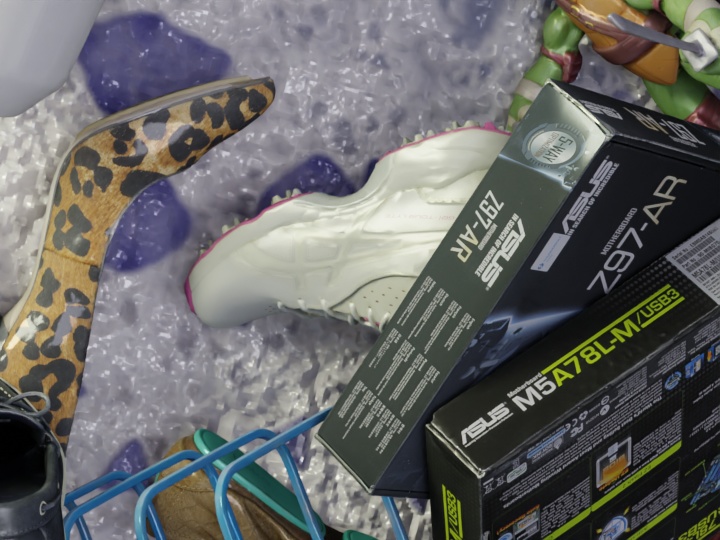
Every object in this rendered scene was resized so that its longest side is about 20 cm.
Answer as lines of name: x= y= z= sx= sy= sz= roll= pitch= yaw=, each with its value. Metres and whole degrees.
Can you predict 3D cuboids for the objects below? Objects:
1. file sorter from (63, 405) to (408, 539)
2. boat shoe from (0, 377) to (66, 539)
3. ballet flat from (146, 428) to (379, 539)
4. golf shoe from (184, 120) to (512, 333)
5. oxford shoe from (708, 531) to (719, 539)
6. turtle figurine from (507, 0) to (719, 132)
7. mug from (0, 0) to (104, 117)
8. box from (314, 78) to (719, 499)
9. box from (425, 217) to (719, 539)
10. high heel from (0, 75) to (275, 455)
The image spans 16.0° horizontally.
file sorter: x=-0.087 y=0.154 z=1.201 sx=0.139 sy=0.199 sz=0.123 roll=-25 pitch=95 yaw=-57
boat shoe: x=-0.167 y=0.084 z=1.144 sx=0.074 sy=0.200 sz=0.062 roll=-6 pitch=115 yaw=-12
ballet flat: x=-0.026 y=0.159 z=1.311 sx=0.200 sy=0.068 sz=0.072 roll=32 pitch=104 yaw=-15
golf shoe: x=0.000 y=0.000 z=1.251 sx=0.075 sy=0.200 sz=0.092 roll=11 pitch=60 yaw=-56
oxford shoe: x=0.112 y=0.129 z=1.345 sx=0.199 sy=0.075 sz=0.071 roll=26 pitch=63 yaw=4
turtle figurine: x=0.146 y=-0.083 z=1.308 sx=0.194 sy=0.200 sz=0.144 roll=30 pitch=118 yaw=-20
mug: x=-0.176 y=-0.159 z=1.181 sx=0.149 sy=0.187 sz=0.154 roll=16 pitch=99 yaw=-17
box: x=0.088 y=0.016 z=1.183 sx=0.160 sy=0.044 sz=0.200 roll=11 pitch=117 yaw=-53
box: x=0.121 y=0.088 z=1.217 sx=0.200 sy=0.193 sz=0.048 roll=-33 pitch=58 yaw=-20
high heel: x=-0.111 y=-0.003 z=1.264 sx=0.199 sy=0.071 sz=0.143 roll=-25 pitch=93 yaw=3
